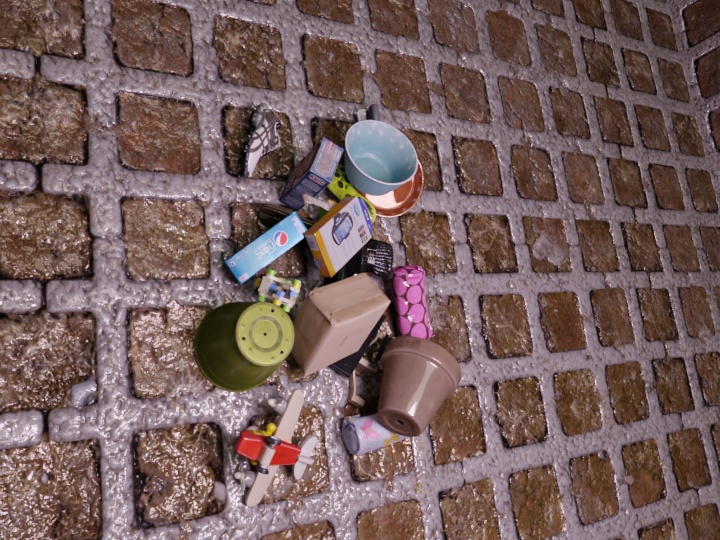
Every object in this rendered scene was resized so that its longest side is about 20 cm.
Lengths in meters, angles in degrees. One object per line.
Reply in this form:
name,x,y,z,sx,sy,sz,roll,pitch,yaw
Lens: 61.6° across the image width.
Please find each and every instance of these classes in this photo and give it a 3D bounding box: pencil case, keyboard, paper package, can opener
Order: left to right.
paper package,-0.056,0.120,1.378,0.189,0.201,0.104,-18,60,-41
keyboard,0.009,0.183,1.506,0.126,0.021,0.201,30,57,8
can opener,0.032,-0.358,1.673,0.052,0.066,0.204,-7,85,-30
pencil case,0.051,0.380,1.464,0.197,0.084,0.091,-6,37,-31
pencil case,0.136,0.087,1.561,0.092,0.091,0.204,-7,105,3

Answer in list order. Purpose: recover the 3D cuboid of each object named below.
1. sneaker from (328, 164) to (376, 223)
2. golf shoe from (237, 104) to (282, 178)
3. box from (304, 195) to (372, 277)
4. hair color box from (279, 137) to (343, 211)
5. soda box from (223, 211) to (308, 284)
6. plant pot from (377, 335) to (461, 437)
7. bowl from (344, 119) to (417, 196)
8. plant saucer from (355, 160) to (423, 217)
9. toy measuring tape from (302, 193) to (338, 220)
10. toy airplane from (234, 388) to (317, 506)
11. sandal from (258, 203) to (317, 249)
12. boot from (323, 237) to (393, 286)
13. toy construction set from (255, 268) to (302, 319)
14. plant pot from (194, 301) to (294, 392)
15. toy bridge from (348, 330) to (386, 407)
sneaker,-0.034,-0.191,1.583,0.073,0.084,0.201,-30,74,-15
golf shoe,-0.242,-0.310,1.487,0.093,0.077,0.203,21,68,-24
box,-0.045,-0.090,1.451,0.200,0.041,0.121,-47,128,-40
hair color box,-0.122,-0.229,1.461,0.060,0.199,0.101,28,63,-20
soda box,-0.217,-0.052,1.396,0.199,0.068,0.065,-37,100,-13
plant pot,0.120,0.282,1.411,0.200,0.200,0.176,41,50,-14
bowl,0.037,-0.271,1.539,0.197,0.105,0.204,11,58,-17
plant saucer,0.075,-0.247,1.644,0.196,0.032,0.204,-2,97,-13
toy measuring tape,-0.092,-0.140,1.477,0.199,0.073,0.075,13,68,-54
toy airplane,-0.190,0.379,1.304,0.199,0.140,0.202,-36,133,-41
sandal,-0.158,-0.116,1.494,0.197,0.082,0.055,24,43,-15
boot,0.001,-0.001,1.542,0.156,0.079,0.214,24,65,-23
toy construction set,-0.171,0.058,1.380,0.129,0.201,0.093,18,71,18
plant pot,-0.233,0.150,1.293,0.197,0.192,0.204,9,72,-28
toy bridge,0.011,0.236,1.512,0.067,0.027,0.202,33,61,-18
